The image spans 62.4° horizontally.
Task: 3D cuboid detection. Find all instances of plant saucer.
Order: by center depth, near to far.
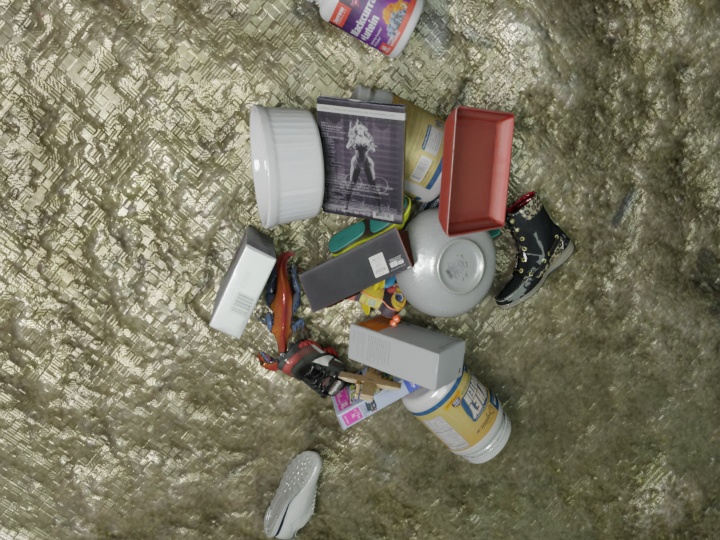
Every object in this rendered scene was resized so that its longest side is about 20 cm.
[{"bbox_3d":[0.192,-0.167,1.000,0.198,0.036,0.204,-12,109,-49],"label":"plant saucer"}]

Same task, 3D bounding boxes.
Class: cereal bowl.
[{"bbox_3d":[0.163,-0.012,1.063,0.196,0.083,0.205,-3,99,-19],"label":"cereal bowl"}]

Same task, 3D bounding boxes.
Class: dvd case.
[{"bbox_3d":[0.002,-0.177,0.968,0.146,0.016,0.203,11,126,17],"label":"dvd case"}]

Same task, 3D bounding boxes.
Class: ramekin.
[{"bbox_3d":[-0.126,-0.176,1.002,0.096,0.200,0.205,-6,104,-15],"label":"ramekin"}]

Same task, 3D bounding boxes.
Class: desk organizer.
[{"bbox_3d":[0.000,0.000,1.034,0.197,0.077,0.073,-25,83,20],"label":"desk organizer"}]

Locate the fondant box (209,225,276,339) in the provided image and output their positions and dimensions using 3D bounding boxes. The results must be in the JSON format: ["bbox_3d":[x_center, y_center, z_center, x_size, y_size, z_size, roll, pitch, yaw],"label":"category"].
[{"bbox_3d":[-0.201,0.013,1.024,0.057,0.200,0.146,24,98,-15],"label":"fondant box"}]

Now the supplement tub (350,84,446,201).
[{"bbox_3d":[0.062,-0.223,1.040,0.197,0.145,0.147,22,98,-15],"label":"supplement tub"}]

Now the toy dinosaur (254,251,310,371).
[{"bbox_3d":[-0.156,0.084,1.082,0.103,0.200,0.185,1,71,5],"label":"toy dinosaur"}]

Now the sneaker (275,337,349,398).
[{"bbox_3d":[-0.078,0.182,1.086,0.071,0.200,0.098,-47,63,6],"label":"sneaker"}]

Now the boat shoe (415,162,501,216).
[{"bbox_3d":[0.186,-0.138,1.118,0.200,0.091,0.071,-45,106,2],"label":"boat shoe"}]

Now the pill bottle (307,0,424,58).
[{"bbox_3d":[-0.002,-0.456,1.001,0.197,0.111,0.113,24,98,-14],"label":"pill bottle"}]

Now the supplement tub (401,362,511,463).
[{"bbox_3d":[0.192,0.272,1.183,0.145,0.145,0.200,-45,106,2],"label":"supplement tub"}]

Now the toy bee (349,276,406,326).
[{"bbox_3d":[0.044,0.044,1.114,0.196,0.110,0.132,-2,146,7],"label":"toy bee"}]

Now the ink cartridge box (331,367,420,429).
[{"bbox_3d":[0.038,0.220,1.156,0.197,0.119,0.043,-26,108,-3],"label":"ink cartridge box"}]

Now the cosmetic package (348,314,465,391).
[{"bbox_3d":[0.083,0.147,1.100,0.101,0.197,0.073,-12,112,-51],"label":"cosmetic package"}]

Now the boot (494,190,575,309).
[{"bbox_3d":[0.313,-0.040,1.171,0.203,0.073,0.154,-41,109,-7],"label":"boot"}]

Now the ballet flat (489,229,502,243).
[{"bbox_3d":[0.182,-0.038,1.162,0.196,0.069,0.068,-11,124,-2],"label":"ballet flat"}]

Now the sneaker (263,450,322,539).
[{"bbox_3d":[-0.123,0.459,1.214,0.080,0.076,0.202,24,102,-26],"label":"sneaker"}]

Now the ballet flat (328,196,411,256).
[{"bbox_3d":[0.028,-0.071,1.084,0.198,0.068,0.067,-29,135,34],"label":"ballet flat"}]

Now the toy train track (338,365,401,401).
[{"bbox_3d":[0.021,0.199,1.109,0.112,0.200,0.033,10,108,4],"label":"toy train track"}]
